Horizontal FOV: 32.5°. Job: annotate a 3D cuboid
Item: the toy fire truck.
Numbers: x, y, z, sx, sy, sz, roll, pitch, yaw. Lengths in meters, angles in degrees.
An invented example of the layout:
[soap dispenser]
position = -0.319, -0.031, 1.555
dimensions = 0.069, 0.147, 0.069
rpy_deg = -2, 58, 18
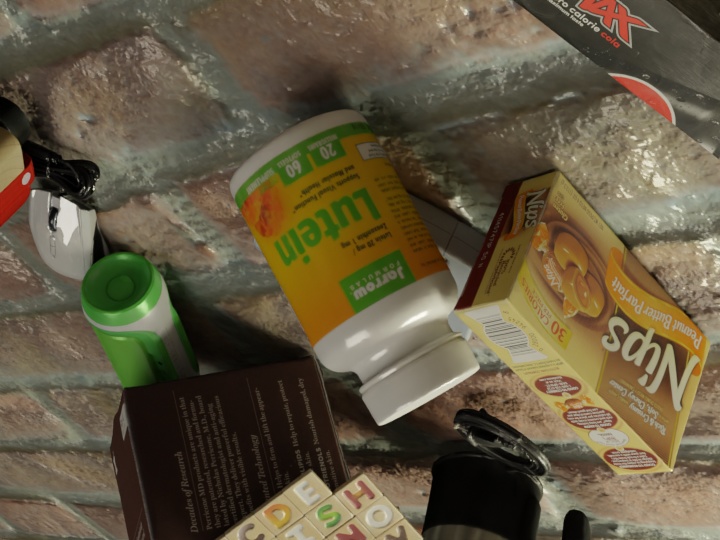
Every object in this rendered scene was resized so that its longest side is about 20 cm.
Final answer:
[toy fire truck]
position = -0.386, -0.065, 1.096
dimensions = 0.175, 0.129, 0.201
rpy_deg = 26, 142, 13

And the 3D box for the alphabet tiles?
[alphabet tiles]
position = -0.048, 0.272, 1.130
dimensions = 0.199, 0.008, 0.168
rpy_deg = -36, 117, 7

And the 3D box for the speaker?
[speaker]
position = -0.218, 0.070, 1.247
dimensions = 0.087, 0.089, 0.201
rpy_deg = 16, 147, 18

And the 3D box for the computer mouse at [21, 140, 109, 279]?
[computer mouse]
position = -0.282, -0.043, 1.168
dimensions = 0.108, 0.044, 0.201
rpy_deg = 19, 148, 13

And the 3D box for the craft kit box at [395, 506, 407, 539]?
[craft kit box]
position = -0.047, 0.303, 1.236
dimensions = 0.198, 0.049, 0.198
rpy_deg = -15, 154, -4

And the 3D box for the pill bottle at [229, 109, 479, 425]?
[pill bottle]
position = 0.000, 0.000, 0.864
dimensions = 0.201, 0.110, 0.111
rpy_deg = 61, 149, 9

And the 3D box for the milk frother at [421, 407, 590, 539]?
[milk frother]
position = 0.108, 0.255, 1.160
dimensions = 0.179, 0.190, 0.200
rpy_deg = -13, 136, 35

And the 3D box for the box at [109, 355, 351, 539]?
[box]
position = -0.130, 0.203, 1.219
dimensions = 0.198, 0.166, 0.166
rpy_deg = -9, 157, -19

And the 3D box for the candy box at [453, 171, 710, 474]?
[candy box]
position = 0.163, 0.041, 0.877
dimensions = 0.055, 0.116, 0.200
rpy_deg = -13, 131, 48

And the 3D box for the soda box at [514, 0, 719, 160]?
[soda box]
position = 0.181, -0.127, 0.667
dimensions = 0.199, 0.064, 0.071
rpy_deg = 35, 148, -11

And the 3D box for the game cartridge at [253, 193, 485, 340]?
[game cartridge]
position = 0.010, -0.019, 0.987
dimensions = 0.198, 0.042, 0.134
rpy_deg = 24, 145, 6
